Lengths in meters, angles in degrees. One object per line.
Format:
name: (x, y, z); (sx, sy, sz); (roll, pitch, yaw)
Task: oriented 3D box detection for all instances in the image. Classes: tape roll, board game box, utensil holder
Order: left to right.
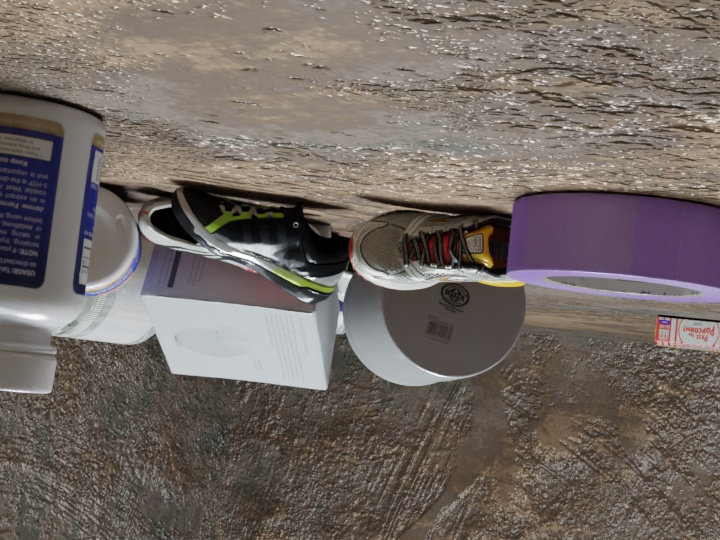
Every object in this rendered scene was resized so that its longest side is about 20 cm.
utensil holder: (0.079, 0.040, 1.363); (0.169, 0.171, 0.200); (7, 172, -10)
tape roll: (0.226, -0.017, 1.052); (0.199, 0.066, 0.200); (7, 175, 1)
board game box: (0.618, 0.119, 2.270); (0.151, 0.047, 0.200); (5, 175, 16)

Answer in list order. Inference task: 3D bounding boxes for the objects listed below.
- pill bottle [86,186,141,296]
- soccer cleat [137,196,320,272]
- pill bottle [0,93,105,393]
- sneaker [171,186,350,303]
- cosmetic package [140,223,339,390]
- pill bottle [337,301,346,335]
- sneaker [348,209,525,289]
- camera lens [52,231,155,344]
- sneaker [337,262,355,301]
pill bottle: (-0.297, -0.029, 1.362); (0.111, 0.113, 0.200); (7, 175, -7)
soccer cleat: (-0.136, -0.038, 1.308); (0.199, 0.069, 0.085); (12, 179, -7)
pill bottle: (-0.254, -0.017, 0.888); (0.119, 0.201, 0.120); (7, 175, 1)
sneaker: (-0.092, -0.045, 1.236); (0.199, 0.083, 0.072); (29, -159, -23)
cosmetic package: (-0.133, 0.037, 1.466); (0.199, 0.124, 0.200); (7, 150, 7)
pill bottle: (-0.045, 0.032, 1.753); (0.199, 0.113, 0.112); (8, 175, -17)
sneaker: (0.087, -0.025, 1.160); (0.199, 0.078, 0.082); (-2, 173, -9)
camera lens: (-0.361, 0.014, 1.674); (0.159, 0.161, 0.200); (3, 174, 38)
sneaker: (0.000, 0.000, 1.565); (0.088, 0.076, 0.200); (-3, 168, 36)
